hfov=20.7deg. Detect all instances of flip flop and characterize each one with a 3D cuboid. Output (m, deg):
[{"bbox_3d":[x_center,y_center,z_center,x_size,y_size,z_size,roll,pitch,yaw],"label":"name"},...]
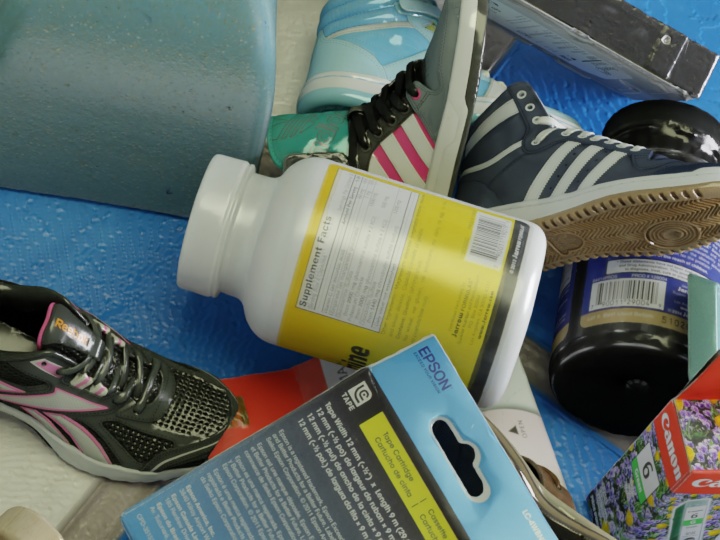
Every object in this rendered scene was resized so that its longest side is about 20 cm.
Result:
[{"bbox_3d":[0.095,0.143,1.111,0.199,0.081,0.058,37,17,7],"label":"flip flop"}]

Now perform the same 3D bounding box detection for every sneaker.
[{"bbox_3d":[0.005,-0.089,1.212,0.120,0.202,0.084,15,20,0],"label":"sneaker"},{"bbox_3d":[0.143,-0.064,1.196,0.070,0.199,0.109,44,44,-46],"label":"sneaker"},{"bbox_3d":[-0.163,0.056,1.110,0.198,0.086,0.081,16,58,-9],"label":"sneaker"},{"bbox_3d":[0.059,-0.136,1.312,0.198,0.080,0.132,12,58,-13],"label":"sneaker"}]

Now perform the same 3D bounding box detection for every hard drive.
[{"bbox_3d":[0.126,-0.172,1.311,0.199,0.140,0.038,27,90,-13],"label":"hard drive"}]

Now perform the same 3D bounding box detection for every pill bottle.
[{"bbox_3d":[0.000,0.000,1.142,0.198,0.112,0.113,17,55,2],"label":"pill bottle"},{"bbox_3d":[0.185,-0.005,1.256,0.111,0.112,0.201,18,56,-8],"label":"pill bottle"}]

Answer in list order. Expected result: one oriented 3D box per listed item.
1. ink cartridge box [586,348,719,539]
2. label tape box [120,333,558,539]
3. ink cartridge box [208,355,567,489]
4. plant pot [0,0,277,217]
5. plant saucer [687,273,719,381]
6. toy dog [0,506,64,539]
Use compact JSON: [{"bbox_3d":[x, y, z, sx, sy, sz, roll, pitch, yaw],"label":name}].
[{"bbox_3d":[0.219,0.110,1.142,0.108,0.200,0.051,1,59,-18],"label":"ink cartridge box"},{"bbox_3d":[-0.010,0.148,1.077,0.199,0.066,0.144,-30,70,-5],"label":"label tape box"},{"bbox_3d":[0.017,0.114,1.164,0.198,0.057,0.164,-5,62,-27],"label":"ink cartridge box"},{"bbox_3d":[-0.136,-0.176,1.194,0.195,0.200,0.197,9,57,-14],"label":"plant pot"},{"bbox_3d":[0.252,0.069,1.213,0.200,0.019,0.070,35,51,-48],"label":"plant saucer"},{"bbox_3d":[-0.162,0.226,1.024,0.131,0.096,0.201,-19,83,-31],"label":"toy dog"}]
